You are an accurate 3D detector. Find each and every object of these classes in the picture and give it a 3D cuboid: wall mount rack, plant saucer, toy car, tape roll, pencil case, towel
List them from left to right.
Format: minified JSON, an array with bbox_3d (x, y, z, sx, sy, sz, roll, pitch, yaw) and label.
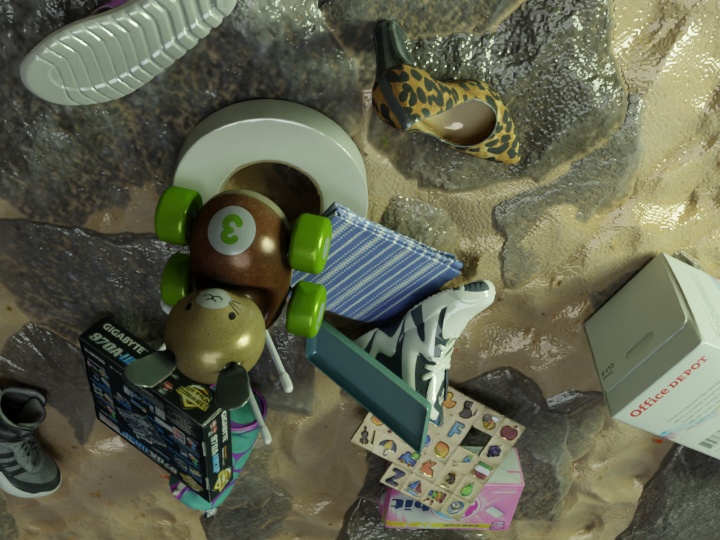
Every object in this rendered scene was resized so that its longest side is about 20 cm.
[{"bbox_3d":[-0.190,0.234,1.054,0.092,0.085,0.201,-23,149,-46],"label":"pencil case"},{"bbox_3d":[-0.129,0.038,0.730,0.162,0.201,0.159,12,129,7],"label":"toy car"},{"bbox_3d":[-0.149,0.098,0.908,0.172,0.075,0.201,29,138,5],"label":"wall mount rack"},{"bbox_3d":[-0.091,-0.077,0.815,0.199,0.037,0.205,-1,133,-1],"label":"tape roll"},{"bbox_3d":[0.000,0.000,0.866,0.198,0.024,0.144,21,134,-39],"label":"towel"},{"bbox_3d":[0.007,0.124,0.920,0.019,0.199,0.071,-25,136,-37],"label":"plant saucer"}]

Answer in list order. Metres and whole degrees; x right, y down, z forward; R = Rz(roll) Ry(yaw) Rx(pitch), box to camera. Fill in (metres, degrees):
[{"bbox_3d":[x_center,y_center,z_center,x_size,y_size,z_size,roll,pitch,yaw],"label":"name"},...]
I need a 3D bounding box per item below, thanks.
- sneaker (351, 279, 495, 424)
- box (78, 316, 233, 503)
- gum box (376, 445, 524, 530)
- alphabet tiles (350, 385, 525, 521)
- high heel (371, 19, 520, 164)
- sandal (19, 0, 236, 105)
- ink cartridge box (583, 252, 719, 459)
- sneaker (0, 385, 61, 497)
[{"bbox_3d":[0.089,0.102,0.912,0.198,0.131,0.079,-30,171,23],"label":"sneaker"},{"bbox_3d":[-0.239,0.164,0.943,0.198,0.046,0.160,29,138,22],"label":"box"},{"bbox_3d":[0.124,0.314,1.157,0.197,0.067,0.115,3,130,-5],"label":"gum box"},{"bbox_3d":[0.095,0.230,1.068,0.198,0.008,0.168,29,105,-13],"label":"alphabet tiles"},{"bbox_3d":[0.084,-0.122,0.711,0.199,0.144,0.071,34,123,-29],"label":"high heel"},{"bbox_3d":[-0.196,-0.206,0.690,0.200,0.050,0.083,-26,145,3],"label":"sandal"},{"bbox_3d":[0.389,0.103,0.928,0.198,0.146,0.146,22,128,-22],"label":"ink cartridge box"},{"bbox_3d":[-0.437,0.220,1.037,0.113,0.076,0.201,-22,127,20],"label":"sneaker"}]
